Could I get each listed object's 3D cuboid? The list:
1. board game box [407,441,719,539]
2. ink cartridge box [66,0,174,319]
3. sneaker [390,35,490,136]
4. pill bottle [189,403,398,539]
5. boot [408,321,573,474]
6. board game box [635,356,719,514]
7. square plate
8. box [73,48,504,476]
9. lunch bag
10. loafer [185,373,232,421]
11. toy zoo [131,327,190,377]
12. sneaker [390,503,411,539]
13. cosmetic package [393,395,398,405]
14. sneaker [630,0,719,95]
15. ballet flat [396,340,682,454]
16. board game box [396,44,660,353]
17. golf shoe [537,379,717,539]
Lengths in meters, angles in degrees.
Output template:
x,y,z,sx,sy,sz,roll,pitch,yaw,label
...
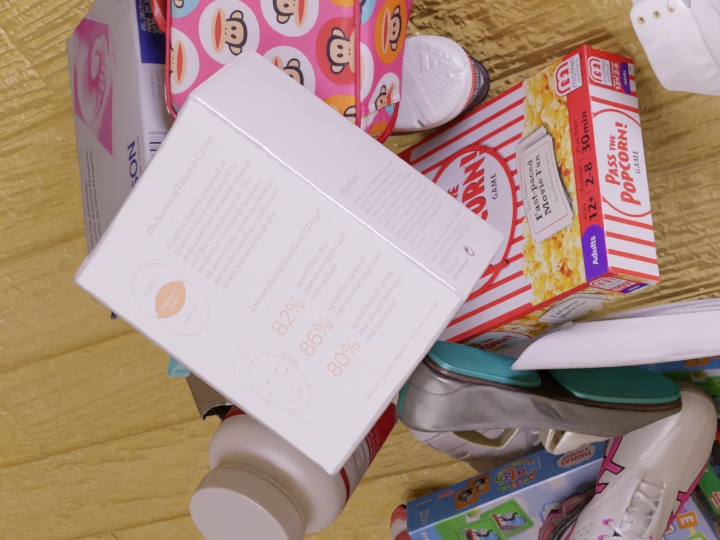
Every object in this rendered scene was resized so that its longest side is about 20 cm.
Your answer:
x,y,z,sx,sy,sz,roll,pitch,yaw,label
0.157,0.197,1.602,0.199,0.037,0.152,-24,123,18,board game box
-0.168,-0.087,1.499,0.043,0.198,0.200,1,160,-26,ink cartridge box
-0.004,-0.111,1.441,0.199,0.082,0.078,-1,89,28,sneaker
-0.043,0.123,1.621,0.112,0.200,0.113,20,139,18,pill bottle
0.122,0.096,1.592,0.095,0.074,0.200,34,147,-16,boot
0.306,0.106,1.478,0.199,0.037,0.152,-6,130,39,board game box
0.227,0.035,1.372,0.199,0.198,0.029,-7,92,40,square plate
-0.042,-0.007,1.300,0.200,0.106,0.153,37,117,2,box
-0.058,-0.175,1.362,0.175,0.082,0.201,13,107,24,lunch bag
-0.108,0.080,1.730,0.200,0.068,0.076,46,140,-14,loafer
-0.129,-0.025,1.540,0.131,0.020,0.202,4,91,62,toy zoo
0.093,0.224,1.706,0.073,0.087,0.200,26,150,-27,sneaker
0.000,0.000,1.542,0.200,0.104,0.073,40,142,-5,cosmetic package
0.202,-0.174,1.237,0.115,0.074,0.201,8,136,25,sneaker
0.114,0.088,1.411,0.199,0.067,0.064,9,113,-22,ballet flat
0.103,-0.036,1.396,0.046,0.153,0.200,10,155,-35,board game box
0.190,0.165,1.488,0.072,0.092,0.201,20,123,-13,golf shoe
